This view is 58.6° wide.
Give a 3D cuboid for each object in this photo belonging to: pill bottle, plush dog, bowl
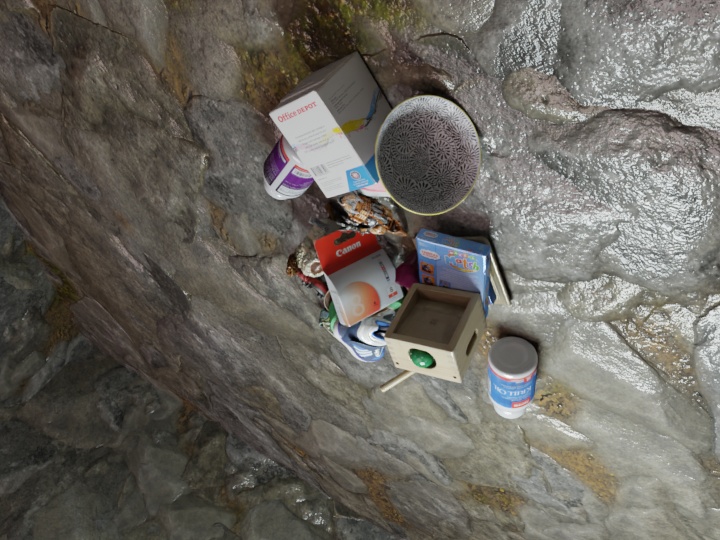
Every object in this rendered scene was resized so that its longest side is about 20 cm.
[{"bbox_3d":[-0.143,-0.230,1.384,0.112,0.113,0.200,43,148,-8],"label":"pill bottle"},{"bbox_3d":[-0.095,-0.053,1.532,0.171,0.198,0.162,-35,71,47],"label":"plush dog"},{"bbox_3d":[0.105,-0.201,1.141,0.201,0.201,0.094,48,171,-15],"label":"bowl"},{"bbox_3d":[0.352,0.257,1.494,0.111,0.113,0.201,19,143,27],"label":"pill bottle"}]

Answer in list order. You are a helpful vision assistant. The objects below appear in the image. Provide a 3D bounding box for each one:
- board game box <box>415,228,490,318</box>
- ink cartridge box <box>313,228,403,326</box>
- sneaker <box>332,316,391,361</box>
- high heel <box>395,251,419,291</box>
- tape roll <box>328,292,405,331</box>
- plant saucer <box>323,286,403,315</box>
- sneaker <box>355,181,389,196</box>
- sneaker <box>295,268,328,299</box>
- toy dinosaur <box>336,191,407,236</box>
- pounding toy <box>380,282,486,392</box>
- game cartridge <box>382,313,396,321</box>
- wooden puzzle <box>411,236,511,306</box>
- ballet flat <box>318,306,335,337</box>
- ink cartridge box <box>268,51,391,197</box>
[{"bbox_3d":[0.194,0.013,1.342,0.150,0.037,0.201,17,142,24],"label":"board game box"},{"bbox_3d":[0.000,0.000,1.433,0.050,0.161,0.202,12,124,57],"label":"ink cartridge box"},{"bbox_3d":[0.041,0.168,1.529,0.145,0.081,0.200,-1,151,39],"label":"sneaker"},{"bbox_3d":[0.122,0.057,1.489,0.067,0.096,0.201,10,138,36],"label":"high heel"},{"bbox_3d":[0.021,0.106,1.587,0.197,0.049,0.201,-7,146,-4],"label":"tape roll"},{"bbox_3d":[0.006,0.052,1.577,0.197,0.037,0.201,-7,146,-5],"label":"plant saucer"},{"bbox_3d":[0.060,-0.198,1.262,0.198,0.076,0.105,18,140,25],"label":"sneaker"},{"bbox_3d":[-0.117,0.001,1.685,0.071,0.098,0.200,43,173,-31],"label":"sneaker"},{"bbox_3d":[0.023,-0.108,1.355,0.135,0.102,0.200,23,158,50],"label":"toy dinosaur"},{"bbox_3d":[0.143,0.154,1.343,0.182,0.201,0.143,9,139,31],"label":"pounding toy"},{"bbox_3d":[0.164,0.130,1.535,0.198,0.041,0.133,-12,147,41],"label":"game cartridge"},{"bbox_3d":[0.213,0.009,1.388,0.198,0.046,0.186,5,135,41],"label":"wooden puzzle"},{"bbox_3d":[-0.034,0.169,1.804,0.198,0.074,0.075,23,145,28],"label":"ballet flat"},{"bbox_3d":[-0.036,-0.269,1.200,0.146,0.145,0.201,-7,127,47],"label":"ink cartridge box"}]
